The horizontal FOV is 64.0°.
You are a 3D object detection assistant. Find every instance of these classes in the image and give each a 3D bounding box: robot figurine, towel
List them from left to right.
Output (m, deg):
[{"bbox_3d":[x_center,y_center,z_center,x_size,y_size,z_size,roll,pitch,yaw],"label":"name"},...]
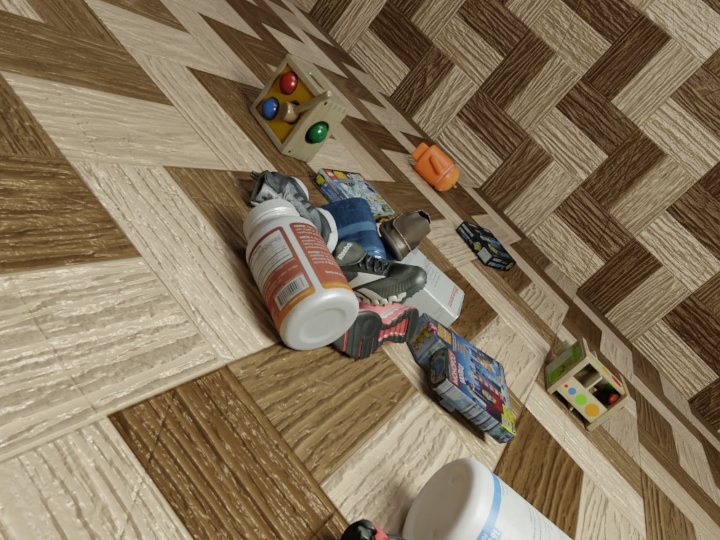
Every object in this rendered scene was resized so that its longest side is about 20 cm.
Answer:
[{"bbox_3d":[-0.022,-0.060,1.017,0.201,0.110,0.049,-105,177,-52],"label":"towel"},{"bbox_3d":[0.272,-0.366,2.066,0.200,0.144,0.117,44,60,2],"label":"robot figurine"}]

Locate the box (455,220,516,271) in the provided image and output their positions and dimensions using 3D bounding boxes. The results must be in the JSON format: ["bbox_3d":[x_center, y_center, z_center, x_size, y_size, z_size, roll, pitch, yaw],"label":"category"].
[{"bbox_3d":[0.412,-0.077,1.877,0.199,0.046,0.160,10,39,-53],"label":"box"}]

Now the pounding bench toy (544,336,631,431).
[{"bbox_3d":[0.548,0.263,1.396,0.156,0.124,0.200,43,22,1],"label":"pounding bench toy"}]

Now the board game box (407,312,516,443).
[{"bbox_3d":[0.161,0.174,0.977,0.199,0.062,0.200,39,22,-9],"label":"board game box"}]

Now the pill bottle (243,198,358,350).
[{"bbox_3d":[-0.090,-0.001,0.791,0.111,0.112,0.201,16,35,-48],"label":"pill bottle"}]

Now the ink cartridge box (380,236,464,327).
[{"bbox_3d":[0.094,0.022,1.100,0.200,0.086,0.146,44,22,0],"label":"ink cartridge box"}]

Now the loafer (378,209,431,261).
[{"bbox_3d":[0.087,-0.078,1.045,0.073,0.071,0.200,55,21,-9],"label":"loafer"}]

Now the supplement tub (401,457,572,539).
[{"bbox_3d":[0.154,0.313,0.621,0.199,0.132,0.132,40,22,-6],"label":"supplement tub"}]

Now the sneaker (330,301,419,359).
[{"bbox_3d":[0.004,0.083,0.890,0.086,0.075,0.199,20,13,38],"label":"sneaker"}]

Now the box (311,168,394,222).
[{"bbox_3d":[-0.012,-0.169,1.323,0.137,0.040,0.199,50,23,13],"label":"box"}]

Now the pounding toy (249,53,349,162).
[{"bbox_3d":[-0.130,-0.355,1.262,0.141,0.184,0.201,6,42,-56],"label":"pounding toy"}]

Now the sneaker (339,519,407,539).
[{"bbox_3d":[0.043,0.319,0.499,0.097,0.071,0.202,25,27,-33],"label":"sneaker"}]

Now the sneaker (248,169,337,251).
[{"bbox_3d":[-0.122,-0.100,0.971,0.113,0.076,0.201,17,28,-47],"label":"sneaker"}]

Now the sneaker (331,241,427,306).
[{"bbox_3d":[0.000,0.000,0.835,0.067,0.198,0.091,-53,130,-41],"label":"sneaker"}]
